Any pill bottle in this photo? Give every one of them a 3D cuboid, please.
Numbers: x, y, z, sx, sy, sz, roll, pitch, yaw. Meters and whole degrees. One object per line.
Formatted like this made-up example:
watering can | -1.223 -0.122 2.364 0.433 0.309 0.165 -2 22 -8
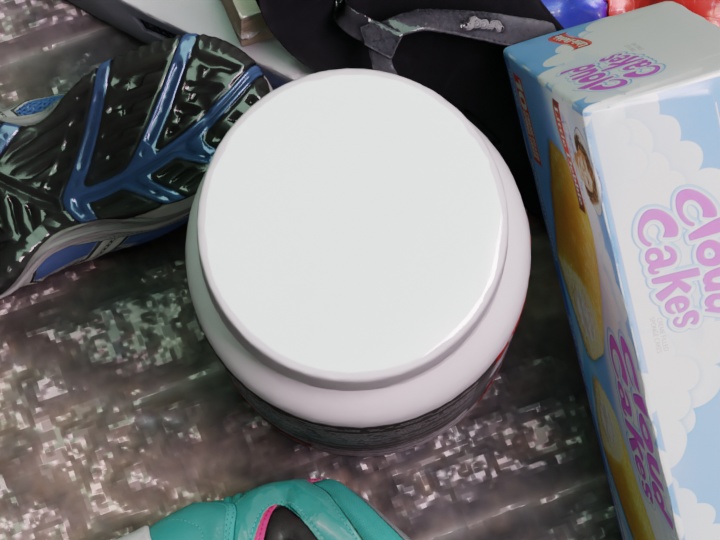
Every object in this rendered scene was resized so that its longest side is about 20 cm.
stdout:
pill bottle | 0.000 0.000 0.892 0.113 0.200 0.115 0 82 1

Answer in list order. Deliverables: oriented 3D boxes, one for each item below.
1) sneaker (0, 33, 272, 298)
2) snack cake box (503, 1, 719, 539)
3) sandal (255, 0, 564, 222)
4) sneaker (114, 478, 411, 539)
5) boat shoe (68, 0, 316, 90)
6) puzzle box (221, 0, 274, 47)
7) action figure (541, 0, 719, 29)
sneaker | -0.118 -0.026 0.977 0.199 0.077 0.076 -15 81 11
snack cake box | 0.113 0.020 0.894 0.067 0.115 0.201 -16 106 -4
sandal | 0.043 -0.072 0.941 0.076 0.200 0.043 -43 42 20
sneaker | 0.007 0.154 0.911 0.120 0.084 0.201 -29 72 -3
boat shoe | -0.072 -0.126 0.998 0.199 0.071 0.070 27 81 20
puzzle box | -0.020 -0.191 0.974 0.132 0.025 0.201 -19 72 -11
action figure | 0.089 -0.098 1.022 0.199 0.099 0.066 4 71 22
